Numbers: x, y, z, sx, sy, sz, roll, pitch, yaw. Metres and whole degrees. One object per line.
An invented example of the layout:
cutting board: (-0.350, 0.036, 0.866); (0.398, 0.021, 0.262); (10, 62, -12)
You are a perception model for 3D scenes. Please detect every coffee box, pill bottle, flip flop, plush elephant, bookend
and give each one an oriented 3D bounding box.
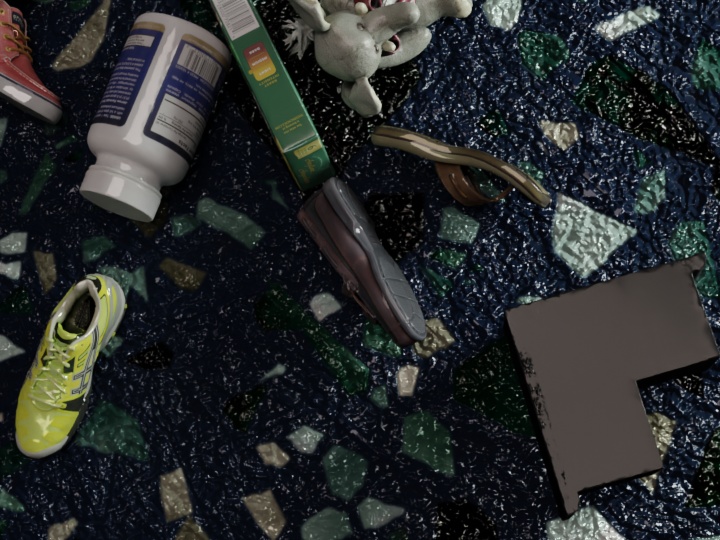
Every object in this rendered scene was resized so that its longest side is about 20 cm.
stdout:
coffee box: (-0.093, -0.191, 1.327); (0.044, 0.123, 0.201); (-26, 75, -1)
pill bottle: (-0.220, -0.158, 1.341); (0.111, 0.111, 0.201); (18, 78, 12)
flip flop: (0.099, -0.099, 1.302); (0.199, 0.081, 0.058); (19, 96, 14)
plush elephant: (0.005, -0.256, 1.305); (0.199, 0.165, 0.155); (-31, 31, 14)
bookend: (0.257, 0.111, 1.211); (0.199, 0.092, 0.200); (-17, 75, 2)

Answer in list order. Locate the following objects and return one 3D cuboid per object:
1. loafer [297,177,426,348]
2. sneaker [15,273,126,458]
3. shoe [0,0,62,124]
loafer: (0.000, 0.000, 1.298); (0.063, 0.072, 0.201); (-36, 66, 18)
sneaker: (-0.309, 0.093, 1.304); (0.075, 0.076, 0.201); (16, 79, 10)
shoe: (-0.392, -0.244, 1.409); (0.200, 0.071, 0.091); (32, 84, 18)
